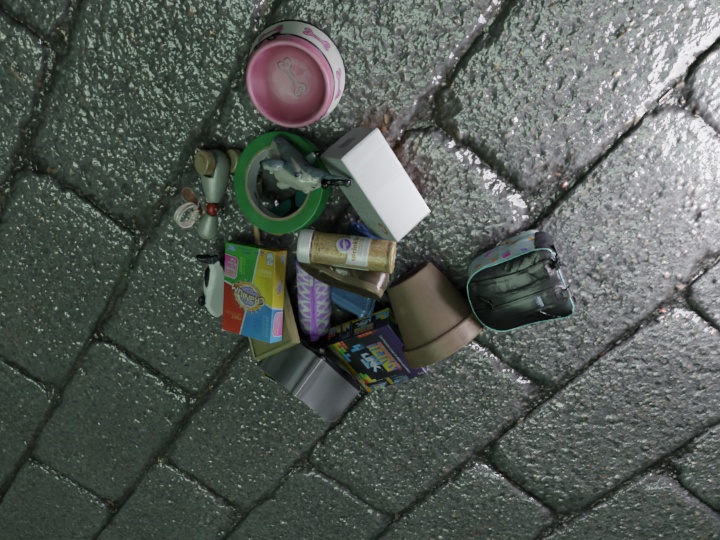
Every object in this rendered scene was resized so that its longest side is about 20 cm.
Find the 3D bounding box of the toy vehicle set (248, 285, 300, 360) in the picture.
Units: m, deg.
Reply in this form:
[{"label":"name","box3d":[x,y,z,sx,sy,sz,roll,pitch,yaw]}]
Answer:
[{"label":"toy vehicle set","box3d":[-0.214,0.088,1.633,0.123,0.026,0.203,-23,75,30]}]

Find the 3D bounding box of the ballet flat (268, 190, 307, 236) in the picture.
[{"label":"ballet flat","box3d":[-0.127,-0.134,1.527,0.198,0.071,0.071,-29,113,25]}]

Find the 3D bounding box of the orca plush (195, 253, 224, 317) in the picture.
[{"label":"orca plush","box3d":[-0.353,0.021,1.671,0.071,0.105,0.201,42,160,29]}]

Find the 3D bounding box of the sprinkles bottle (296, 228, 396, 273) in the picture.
[{"label":"sprinkles bottle","box3d":[-0.028,-0.039,1.450,0.196,0.069,0.069,8,125,7]}]

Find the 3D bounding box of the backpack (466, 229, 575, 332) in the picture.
[{"label":"backpack","box3d":[0.317,0.024,1.467,0.197,0.154,0.177,-23,114,15]}]

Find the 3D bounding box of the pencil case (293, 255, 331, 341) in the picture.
[{"label":"pencil case","box3d":[-0.104,0.055,1.627,0.082,0.086,0.203,-6,126,-7]}]

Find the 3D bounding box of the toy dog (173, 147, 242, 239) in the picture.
[{"label":"toy dog","box3d":[-0.325,-0.179,1.515,0.131,0.096,0.202,23,100,-49]}]

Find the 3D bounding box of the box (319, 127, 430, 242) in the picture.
[{"label":"box","box3d":[0.028,-0.170,1.406,0.097,0.124,0.201,-40,113,-12]}]

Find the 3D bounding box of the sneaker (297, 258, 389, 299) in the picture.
[{"label":"sneaker","box3d":[-0.034,-0.005,1.510,0.197,0.076,0.071,22,159,10]}]

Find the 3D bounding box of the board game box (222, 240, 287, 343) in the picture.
[{"label":"board game box","box3d":[-0.237,0.045,1.592,0.151,0.040,0.204,10,102,33]}]

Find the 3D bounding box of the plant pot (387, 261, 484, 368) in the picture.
[{"label":"plant pot","box3d":[0.147,0.084,1.541,0.198,0.200,0.176,-29,97,28]}]

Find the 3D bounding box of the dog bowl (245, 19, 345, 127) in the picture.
[{"label":"dog bowl","box3d":[-0.130,-0.364,1.365,0.196,0.074,0.203,7,124,10]}]

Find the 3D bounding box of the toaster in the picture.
[{"label":"toaster","box3d":[-0.122,0.236,1.656,0.180,0.119,0.200,26,164,45]}]

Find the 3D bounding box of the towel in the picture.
[{"label":"towel","box3d":[0.000,0.000,1.572,0.111,0.048,0.203,29,123,22]}]

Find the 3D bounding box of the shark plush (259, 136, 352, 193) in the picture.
[{"label":"shark plush","box3d":[-0.106,-0.200,1.359,0.198,0.084,0.091,18,162,39]}]

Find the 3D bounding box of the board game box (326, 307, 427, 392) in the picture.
[{"label":"board game box","box3d":[0.041,0.190,1.670,0.163,0.057,0.201,-20,131,23]}]

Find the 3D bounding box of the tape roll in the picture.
[{"label":"tape roll","box3d":[-0.160,-0.178,1.457,0.197,0.048,0.205,2,97,17]}]

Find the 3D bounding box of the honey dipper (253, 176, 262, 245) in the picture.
[{"label":"honey dipper","box3d":[-0.231,-0.110,1.578,0.037,0.038,0.203,8,126,8]}]

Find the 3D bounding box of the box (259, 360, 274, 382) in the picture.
[{"label":"box","box3d":[-0.214,0.175,1.745,0.069,0.065,0.203,-3,123,15]}]

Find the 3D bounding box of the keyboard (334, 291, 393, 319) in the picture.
[{"label":"keyboard","box3d":[0.048,0.096,1.659,0.198,0.021,0.128,31,124,-9]}]
